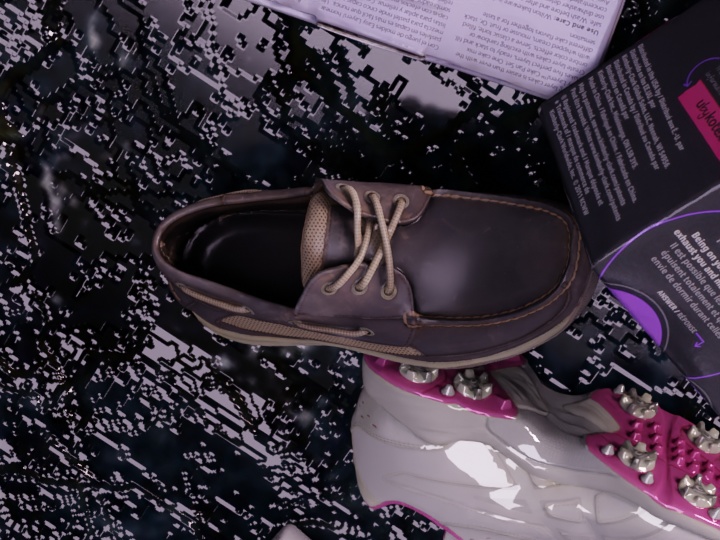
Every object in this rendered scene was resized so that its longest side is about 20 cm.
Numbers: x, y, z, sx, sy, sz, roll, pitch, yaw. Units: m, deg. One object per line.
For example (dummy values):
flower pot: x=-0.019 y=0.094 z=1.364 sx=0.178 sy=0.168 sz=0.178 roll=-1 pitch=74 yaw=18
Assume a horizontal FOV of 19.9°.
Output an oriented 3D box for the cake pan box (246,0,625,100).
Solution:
cake pan box: x=0.029 y=-0.182 z=0.829 sx=0.199 sy=0.052 sz=0.185 roll=18 pitch=108 yaw=4

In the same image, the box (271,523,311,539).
box: x=-0.028 y=0.265 z=0.936 sx=0.199 sy=0.131 sz=0.200 roll=39 pitch=110 yaw=-4

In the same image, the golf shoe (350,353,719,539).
golf shoe: x=0.088 y=0.094 z=0.899 sx=0.199 sy=0.075 sz=0.092 roll=24 pitch=118 yaw=11

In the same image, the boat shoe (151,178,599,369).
boat shoe: x=0.000 y=0.000 z=0.845 sx=0.199 sy=0.073 sz=0.075 roll=-5 pitch=75 yaw=29

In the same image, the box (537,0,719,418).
box: x=0.188 y=-0.051 z=0.791 sx=0.200 sy=0.106 sz=0.122 roll=-32 pitch=128 yaw=17
